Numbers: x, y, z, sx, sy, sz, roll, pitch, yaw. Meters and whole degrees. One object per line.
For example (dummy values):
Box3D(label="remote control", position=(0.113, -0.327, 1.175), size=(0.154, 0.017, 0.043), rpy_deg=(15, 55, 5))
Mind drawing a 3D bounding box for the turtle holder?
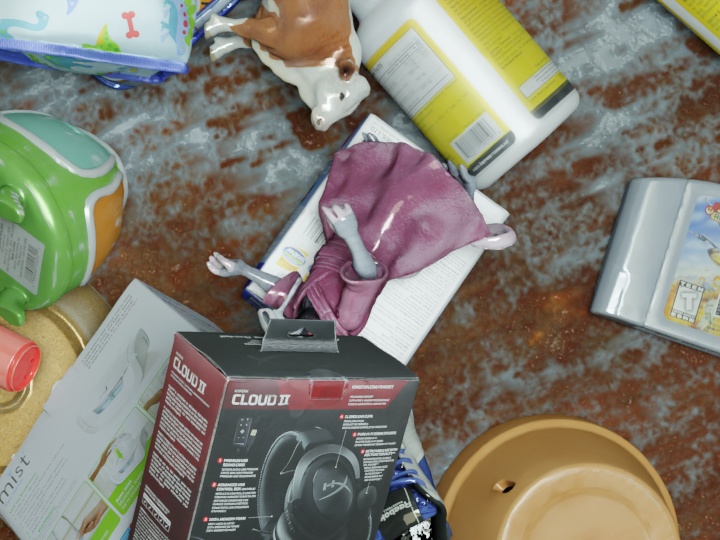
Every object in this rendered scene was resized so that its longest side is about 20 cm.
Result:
Box3D(label="turtle holder", position=(-0.259, -0.053, 1.162), size=(0.132, 0.185, 0.142), rpy_deg=(-36, 125, -44))

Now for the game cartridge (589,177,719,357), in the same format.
Box3D(label="game cartridge", position=(0.296, 0.002, 1.255), size=(0.199, 0.042, 0.134), rpy_deg=(18, 89, -4))

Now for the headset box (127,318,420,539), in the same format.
Box3D(label="headset box", position=(-0.057, 0.126, 1.005), size=(0.148, 0.077, 0.201), rpy_deg=(2, 109, -36))

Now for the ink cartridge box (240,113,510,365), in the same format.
Box3D(label="ink cartridge box", position=(0.000, 0.000, 1.203), size=(0.136, 0.076, 0.200), rpy_deg=(35, 82, -3))

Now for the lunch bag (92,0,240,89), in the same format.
Box3D(label="lunch bag", position=(-0.167, -0.240, 1.206), size=(0.200, 0.076, 0.160), rpy_deg=(-42, 95, -6))

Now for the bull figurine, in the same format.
Box3D(label="bull figurine", position=(-0.055, -0.204, 1.154), size=(0.121, 0.065, 0.201), rpy_deg=(-1, 98, 0))

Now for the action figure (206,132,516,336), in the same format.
Box3D(label="action figure", position=(-0.007, 0.002, 1.111), size=(0.149, 0.134, 0.200), rpy_deg=(44, 64, -28))

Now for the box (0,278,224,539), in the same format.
Box3D(label="box", position=(-0.148, 0.136, 1.111), size=(0.097, 0.176, 0.200), rpy_deg=(33, 89, -43))

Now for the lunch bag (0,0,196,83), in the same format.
Box3D(label="lunch bag", position=(-0.217, -0.228, 1.097), size=(0.199, 0.127, 0.171), rpy_deg=(5, 90, -20))

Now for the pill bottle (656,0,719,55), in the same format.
Box3D(label="pill bottle", position=(0.297, -0.235, 1.231), size=(0.200, 0.114, 0.114), rpy_deg=(40, 83, -2))

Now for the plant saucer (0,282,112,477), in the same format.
Box3D(label="plant saucer", position=(-0.273, 0.087, 1.191), size=(0.199, 0.035, 0.201), rpy_deg=(0, 86, -5))

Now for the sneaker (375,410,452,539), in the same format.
Box3D(label="sneaker", position=(0.018, 0.143, 1.106), size=(0.080, 0.115, 0.200), rpy_deg=(-24, 88, -4))

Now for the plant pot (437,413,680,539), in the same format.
Box3D(label="plant pot", position=(0.156, 0.209, 1.173), size=(0.199, 0.140, 0.201), rpy_deg=(1, 85, -6))

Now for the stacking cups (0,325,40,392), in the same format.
Box3D(label="stacking cups", position=(-0.329, 0.034, 1.141), size=(0.199, 0.061, 0.061), rpy_deg=(22, 84, 18))

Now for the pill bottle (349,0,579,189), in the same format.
Box3D(label="pill bottle", position=(0.067, -0.169, 1.204), size=(0.112, 0.112, 0.200), rpy_deg=(-41, 91, -7))
